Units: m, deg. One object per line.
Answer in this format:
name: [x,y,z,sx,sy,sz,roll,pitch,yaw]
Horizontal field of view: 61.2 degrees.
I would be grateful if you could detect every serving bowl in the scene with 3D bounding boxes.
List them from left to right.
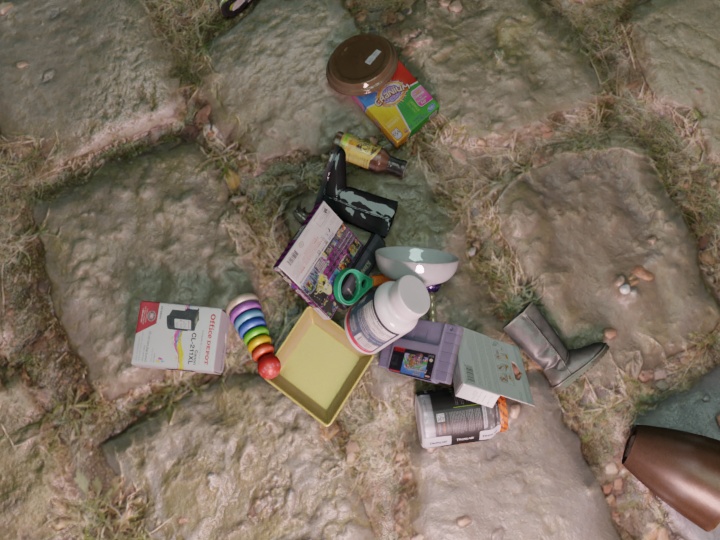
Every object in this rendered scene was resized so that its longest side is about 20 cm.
serving bowl: [0.128,-0.005,1.406,0.193,0.200,0.068,3,103,1]

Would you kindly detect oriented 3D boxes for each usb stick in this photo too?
usb stick: [0.000,0.000,1.429,0.032,0.056,0.203,10,57,39]

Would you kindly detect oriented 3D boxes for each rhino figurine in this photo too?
rhino figurine: [-0.116,-0.076,1.476,0.085,0.060,0.206,-14,78,-19]

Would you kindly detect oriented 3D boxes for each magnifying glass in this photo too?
magnifying glass: [0.011,0.029,1.407,0.022,0.197,0.083,9,103,39]

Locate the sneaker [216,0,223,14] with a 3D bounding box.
sneaker: [-0.308,-0.770,1.624,0.198,0.074,0.082,-37,77,-9]

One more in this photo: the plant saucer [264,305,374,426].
plant saucer: [-0.097,0.221,1.420,0.197,0.049,0.202,35,80,6]

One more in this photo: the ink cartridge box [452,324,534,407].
ink cartridge box: [0.286,0.221,1.358,0.169,0.202,0.044,20,121,-9]

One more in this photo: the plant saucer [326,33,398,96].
plant saucer: [0.002,-0.535,1.560,0.193,0.030,0.206,-6,62,11]

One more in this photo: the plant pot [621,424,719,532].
plant pot: [0.682,0.425,1.322,0.195,0.187,0.191,22,78,20]

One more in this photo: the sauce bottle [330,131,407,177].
sauce bottle: [0.023,-0.287,1.522,0.194,0.065,0.067,21,78,3]

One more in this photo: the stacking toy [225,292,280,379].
stacking toy: [-0.240,0.157,1.394,0.083,0.086,0.204,-25,65,-5]

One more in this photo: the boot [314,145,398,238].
boot: [0.002,-0.190,1.485,0.195,0.066,0.169,22,104,9]

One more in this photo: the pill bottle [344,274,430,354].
pill bottle: [0.061,0.095,1.345,0.117,0.199,0.123,19,53,-28]

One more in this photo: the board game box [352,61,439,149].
board game box: [0.085,-0.439,1.565,0.152,0.040,0.201,-40,80,-8]

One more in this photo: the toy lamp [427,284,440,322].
toy lamp: [0.173,0.132,1.434,0.056,0.058,0.207,-2,78,0]

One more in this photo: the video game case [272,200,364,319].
video game case: [-0.085,-0.024,1.410,0.181,0.035,0.203,45,62,-25]

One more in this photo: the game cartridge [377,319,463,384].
game cartridge: [0.132,0.177,1.379,0.196,0.038,0.133,5,71,42]

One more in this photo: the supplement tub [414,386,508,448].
supplement tub: [0.223,0.322,1.359,0.193,0.123,0.127,-7,77,-1]

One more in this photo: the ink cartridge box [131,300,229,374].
ink cartridge box: [-0.415,0.156,1.417,0.193,0.083,0.151,4,77,2]

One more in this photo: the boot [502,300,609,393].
boot: [0.458,0.159,1.429,0.179,0.073,0.202,-34,73,-9]
